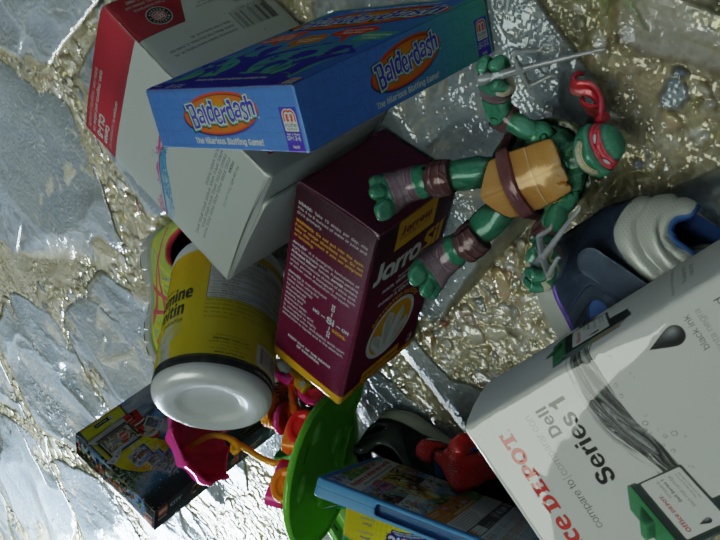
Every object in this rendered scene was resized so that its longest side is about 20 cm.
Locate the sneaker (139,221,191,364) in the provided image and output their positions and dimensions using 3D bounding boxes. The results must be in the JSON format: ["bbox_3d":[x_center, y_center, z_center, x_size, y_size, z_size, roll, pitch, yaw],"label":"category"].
[{"bbox_3d":[-0.188,0.033,0.986,0.090,0.077,0.203,-34,67,44],"label":"sneaker"}]

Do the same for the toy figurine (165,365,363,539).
[{"bbox_3d":[-0.107,0.152,0.913,0.182,0.203,0.150,11,167,23],"label":"toy figurine"}]

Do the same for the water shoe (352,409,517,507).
[{"bbox_3d":[0.080,0.201,0.858,0.198,0.079,0.072,17,129,38],"label":"water shoe"}]

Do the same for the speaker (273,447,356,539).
[{"bbox_3d":[-0.015,0.272,1.002,0.088,0.088,0.202,-24,98,51],"label":"speaker"}]

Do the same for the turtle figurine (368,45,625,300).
[{"bbox_3d":[0.104,-0.058,0.610,0.199,0.100,0.152,-25,79,40],"label":"turtle figurine"}]

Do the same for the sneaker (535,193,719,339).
[{"bbox_3d":[0.214,0.045,0.607,0.146,0.080,0.202,-25,98,50],"label":"sneaker"}]

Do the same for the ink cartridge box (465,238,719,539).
[{"bbox_3d":[0.183,0.092,0.536,0.199,0.084,0.147,-36,89,22],"label":"ink cartridge box"}]

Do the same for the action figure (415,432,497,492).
[{"bbox_3d":[0.148,0.155,0.778,0.197,0.099,0.066,7,121,17],"label":"action figure"}]

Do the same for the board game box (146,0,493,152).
[{"bbox_3d":[-0.025,-0.139,0.633,0.151,0.199,0.046,8,122,42],"label":"board game box"}]

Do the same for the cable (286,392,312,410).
[{"bbox_3d":[-0.124,0.090,1.012,0.198,0.051,0.165,22,126,37],"label":"cable"}]

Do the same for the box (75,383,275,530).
[{"bbox_3d":[-0.205,0.185,1.048,0.136,0.199,0.038,36,137,23],"label":"box"}]

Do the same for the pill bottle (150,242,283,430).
[{"bbox_3d":[-0.131,0.039,0.866,0.110,0.202,0.113,1,144,1],"label":"pill bottle"}]

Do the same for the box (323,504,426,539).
[{"bbox_3d":[0.072,0.247,0.836,0.198,0.117,0.049,7,84,31],"label":"box"}]

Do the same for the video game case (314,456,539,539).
[{"bbox_3d":[0.077,0.199,0.739,0.198,0.143,0.018,16,92,21],"label":"video game case"}]

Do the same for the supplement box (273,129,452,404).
[{"bbox_3d":[0.000,0.000,0.775,0.085,0.110,0.202,35,137,22],"label":"supplement box"}]

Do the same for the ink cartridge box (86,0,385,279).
[{"bbox_3d":[-0.109,-0.128,0.771,0.200,0.145,0.145,46,141,13],"label":"ink cartridge box"}]
